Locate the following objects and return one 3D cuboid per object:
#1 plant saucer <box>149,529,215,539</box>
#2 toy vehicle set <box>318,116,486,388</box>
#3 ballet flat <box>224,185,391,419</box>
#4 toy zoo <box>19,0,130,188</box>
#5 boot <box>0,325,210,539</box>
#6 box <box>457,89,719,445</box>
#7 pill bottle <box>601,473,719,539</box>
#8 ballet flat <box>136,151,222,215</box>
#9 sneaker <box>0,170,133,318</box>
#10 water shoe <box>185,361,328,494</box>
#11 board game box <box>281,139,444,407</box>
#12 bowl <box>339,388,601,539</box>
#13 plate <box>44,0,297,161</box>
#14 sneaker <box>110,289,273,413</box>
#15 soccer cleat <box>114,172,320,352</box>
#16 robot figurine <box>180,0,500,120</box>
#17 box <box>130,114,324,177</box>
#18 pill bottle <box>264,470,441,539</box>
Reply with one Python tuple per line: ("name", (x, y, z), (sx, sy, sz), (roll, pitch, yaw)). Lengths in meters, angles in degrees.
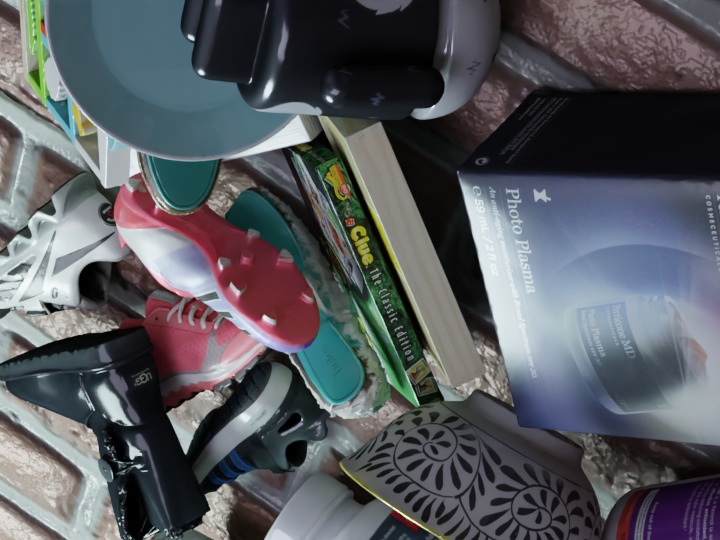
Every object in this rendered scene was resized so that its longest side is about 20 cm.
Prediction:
("plant saucer", (-0.105, 0.296, 1.778), (0.050, 0.200, 0.200), (-25, 105, 20))
("toy vehicle set", (0.024, -0.028, 1.500), (0.124, 0.026, 0.200), (-124, 9, -66))
("ballet flat", (-0.037, 0.029, 1.600), (0.200, 0.072, 0.072), (61, 141, 25))
("toy zoo", (-0.203, -0.149, 1.568), (0.200, 0.020, 0.131), (49, 146, 46))
("boot", (-0.205, 0.136, 1.727), (0.200, 0.076, 0.168), (-9, 100, 52))
("box", (0.190, -0.003, 1.397), (0.198, 0.123, 0.200), (2, 122, 33))
("pill bottle", (0.269, 0.191, 1.481), (0.200, 0.112, 0.113), (-15, 110, 41))
("ballet flat", (-0.138, -0.140, 1.551), (0.065, 0.070, 0.200), (-171, 77, -65))
("sneaker", (-0.250, 0.009, 1.749), (0.089, 0.074, 0.200), (49, 135, -1))
("water shoe", (-0.085, 0.143, 1.727), (0.079, 0.072, 0.200), (29, 147, -10))
("board game box", (0.000, 0.000, 1.563), (0.200, 0.023, 0.105), (67, 167, -21))
("bowl", (0.094, 0.143, 1.506), (0.201, 0.201, 0.094), (29, 91, 16))
("plate", (-0.115, -0.174, 1.478), (0.200, 0.200, 0.026), (61, 173, -15))
("sneaker", (-0.129, 0.049, 1.693), (0.200, 0.074, 0.087), (-27, 101, 44))
("soccer cleat", (-0.105, 0.002, 1.583), (0.200, 0.067, 0.077), (39, 140, 24))
("robot figurine", (-0.009, -0.160, 1.383), (0.125, 0.200, 0.151), (145, 126, -68))
("box", (-0.108, -0.102, 1.595), (0.200, 0.039, 0.041), (-11, 114, 40))
("pill bottle", (0.026, 0.246, 1.688), (0.200, 0.120, 0.120), (33, 134, 11))
